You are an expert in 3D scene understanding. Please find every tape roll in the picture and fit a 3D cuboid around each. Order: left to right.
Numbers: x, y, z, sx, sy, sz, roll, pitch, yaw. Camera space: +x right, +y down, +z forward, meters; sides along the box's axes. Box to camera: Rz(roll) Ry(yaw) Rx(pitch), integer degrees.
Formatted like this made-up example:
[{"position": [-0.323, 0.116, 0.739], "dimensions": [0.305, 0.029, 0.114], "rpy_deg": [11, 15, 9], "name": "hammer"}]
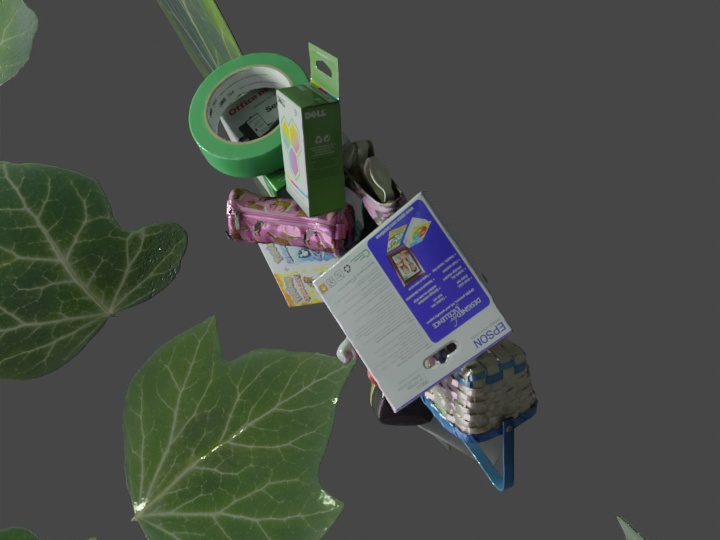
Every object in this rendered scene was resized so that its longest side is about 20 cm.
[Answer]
[{"position": [-0.164, -0.241, 1.136], "dimensions": [0.202, 0.198, 0.048], "rpy_deg": [51, 173, 28], "name": "tape roll"}]

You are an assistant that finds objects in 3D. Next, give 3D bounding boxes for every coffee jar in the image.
[{"position": [0.058, 0.155, 1.177], "dimensions": [0.202, 0.101, 0.087], "rpy_deg": [-104, 21, -55], "name": "coffee jar"}]

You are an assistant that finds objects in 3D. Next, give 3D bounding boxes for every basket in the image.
[{"position": [0.157, 0.172, 0.998], "dimensions": [0.177, 0.136, 0.205], "rpy_deg": [-132, 35, -50], "name": "basket"}]

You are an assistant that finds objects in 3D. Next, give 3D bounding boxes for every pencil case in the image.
[{"position": [-0.101, -0.070, 1.081], "dimensions": [0.194, 0.087, 0.084], "rpy_deg": [9, 132, 19], "name": "pencil case"}]

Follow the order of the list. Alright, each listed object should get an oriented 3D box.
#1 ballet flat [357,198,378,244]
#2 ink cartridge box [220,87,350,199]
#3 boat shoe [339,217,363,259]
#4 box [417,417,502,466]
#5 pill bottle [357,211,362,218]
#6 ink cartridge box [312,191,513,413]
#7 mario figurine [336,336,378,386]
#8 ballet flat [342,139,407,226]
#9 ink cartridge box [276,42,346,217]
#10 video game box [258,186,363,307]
[{"position": [0.027, -0.062, 1.081], "dimensions": [0.068, 0.066, 0.205], "rpy_deg": [78, -166, -62], "name": "ballet flat"}, {"position": [-0.118, -0.209, 1.193], "dimensions": [0.201, 0.145, 0.084], "rpy_deg": [50, 171, 28], "name": "ink cartridge box"}, {"position": [-0.002, 0.000, 1.196], "dimensions": [0.204, 0.072, 0.066], "rpy_deg": [79, 179, -54], "name": "boat shoe"}, {"position": [0.161, 0.238, 1.266], "dimensions": [0.150, 0.108, 0.200], "rpy_deg": [30, 174, -4], "name": "box"}, {"position": [-0.015, -0.036, 1.408], "dimensions": [0.202, 0.111, 0.112], "rpy_deg": [59, 172, -30], "name": "pill bottle"}, {"position": [0.064, 0.041, 0.929], "dimensions": [0.203, 0.197, 0.043], "rpy_deg": [56, -156, 6], "name": "ink cartridge box"}, {"position": [0.034, 0.103, 1.082], "dimensions": [0.107, 0.121, 0.202], "rpy_deg": [58, -165, -30], "name": "mario figurine"}, {"position": [0.011, -0.132, 1.013], "dimensions": [0.201, 0.068, 0.072], "rpy_deg": [53, 156, 39], "name": "ballet flat"}, {"position": [-0.068, -0.189, 0.995], "dimensions": [0.104, 0.058, 0.205], "rpy_deg": [-133, 35, -54], "name": "ink cartridge box"}, {"position": [-0.073, -0.034, 1.253], "dimensions": [0.047, 0.177, 0.203], "rpy_deg": [-73, -31, -47], "name": "video game box"}]
